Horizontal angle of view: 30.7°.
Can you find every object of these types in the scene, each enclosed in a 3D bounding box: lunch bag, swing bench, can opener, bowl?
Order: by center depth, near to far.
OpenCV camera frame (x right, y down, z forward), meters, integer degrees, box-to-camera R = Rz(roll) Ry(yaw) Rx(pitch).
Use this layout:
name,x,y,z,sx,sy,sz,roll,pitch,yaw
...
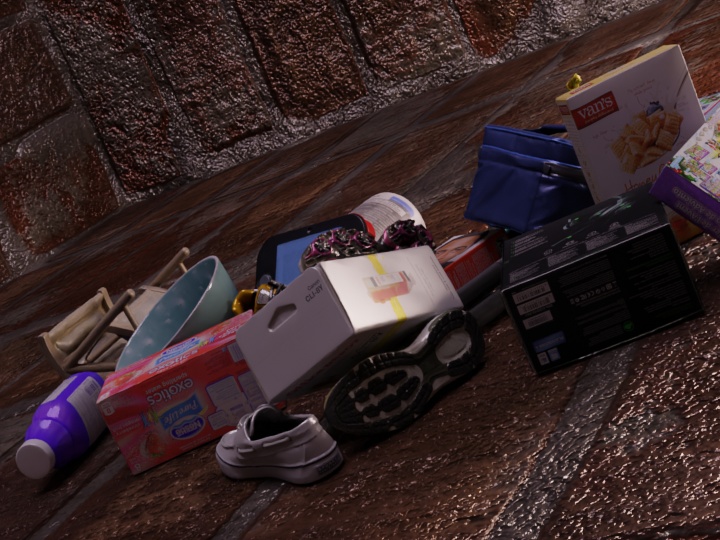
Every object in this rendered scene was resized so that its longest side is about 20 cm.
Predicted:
name,x,y,z,sx,sy,sz,roll,pitch,yaw
can opener,0.155,0.027,1.499,0.199,0.053,0.067,-34,-17,-33
lunch bag,0.223,-0.104,1.527,0.134,0.134,0.199,8,6,-32
bowl,-0.212,0.093,1.677,0.200,0.105,0.201,-42,19,18
swing bench,-0.350,0.085,2.013,0.198,0.131,0.199,-24,12,27

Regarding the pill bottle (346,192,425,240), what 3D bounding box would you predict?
name,x,y,z,sx,sy,sz,roll,pitch,yaw
pill bottle,-0.002,-0.018,1.791,0.113,0.115,0.200,-14,16,40

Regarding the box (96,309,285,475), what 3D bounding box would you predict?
name,x,y,z,sx,sy,sz,roll,pitch,yaw
box,-0.194,0.141,1.531,0.198,0.104,0.095,-25,15,3

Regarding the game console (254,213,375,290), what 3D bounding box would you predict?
name,x,y,z,sx,sy,sz,roll,pitch,yaw
game console,-0.063,0.028,1.655,0.198,0.179,0.031,-14,-28,41

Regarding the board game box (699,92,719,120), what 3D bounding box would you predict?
name,x,y,z,sx,sy,sz,roll,pitch,yaw
board game box,0.458,-0.205,1.858,0.198,0.037,0.151,-12,17,42

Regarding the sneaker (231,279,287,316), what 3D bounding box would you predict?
name,x,y,z,sx,sy,sz,roll,pitch,yaw
sneaker,-0.086,0.055,1.567,0.199,0.082,0.079,-8,52,51

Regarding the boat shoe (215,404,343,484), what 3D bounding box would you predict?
name,x,y,z,sx,sy,sz,roll,pitch,yaw
boat shoe,-0.089,0.166,1.314,0.073,0.066,0.199,-34,15,-36

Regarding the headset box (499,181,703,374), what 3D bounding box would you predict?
name,x,y,z,sx,sy,sz,roll,pitch,yaw
headset box,0.234,0.001,1.310,0.172,0.094,0.200,-22,12,12

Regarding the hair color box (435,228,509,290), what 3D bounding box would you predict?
name,x,y,z,sx,sy,sz,roll,pitch,yaw
hair color box,0.089,0.023,1.571,0.199,0.062,0.101,-33,14,-35

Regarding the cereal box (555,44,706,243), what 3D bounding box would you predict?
name,x,y,z,sx,sy,sz,roll,pitch,yaw
cereal box,0.312,-0.124,1.424,0.142,0.202,0.040,-26,13,-8

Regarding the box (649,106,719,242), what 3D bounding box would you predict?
name,x,y,z,sx,sy,sz,roll,pitch,yaw
box,0.385,-0.089,1.313,0.200,0.136,0.039,-38,-20,-48

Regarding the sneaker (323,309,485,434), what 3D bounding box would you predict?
name,x,y,z,sx,sy,sz,roll,pitch,yaw
sneaker,0.036,0.111,1.326,0.199,0.078,0.088,-26,-1,-33

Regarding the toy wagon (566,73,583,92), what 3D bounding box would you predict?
name,x,y,z,sx,sy,sz,roll,pitch,yaw
toy wagon,0.308,-0.156,1.543,0.039,0.200,0.156,-35,-29,-22

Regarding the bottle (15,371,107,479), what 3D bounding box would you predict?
name,x,y,z,sx,sy,sz,roll,pitch,yaw
bottle,-0.379,0.201,1.682,0.065,0.084,0.200,-20,14,16

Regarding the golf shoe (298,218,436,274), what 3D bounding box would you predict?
name,x,y,z,sx,sy,sz,roll,pitch,yaw
golf shoe,0.000,0.000,1.486,0.198,0.073,0.092,-8,-31,-47

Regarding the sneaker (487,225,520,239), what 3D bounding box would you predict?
name,x,y,z,sx,sy,sz,roll,pitch,yaw
sneaker,0.251,-0.071,1.668,0.198,0.078,0.092,-24,27,24

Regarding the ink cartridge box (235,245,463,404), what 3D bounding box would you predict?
name,x,y,z,sx,sy,sz,roll,pitch,yaw
ink cartridge box,-0.010,0.054,1.354,0.145,0.084,0.199,-41,-19,33
